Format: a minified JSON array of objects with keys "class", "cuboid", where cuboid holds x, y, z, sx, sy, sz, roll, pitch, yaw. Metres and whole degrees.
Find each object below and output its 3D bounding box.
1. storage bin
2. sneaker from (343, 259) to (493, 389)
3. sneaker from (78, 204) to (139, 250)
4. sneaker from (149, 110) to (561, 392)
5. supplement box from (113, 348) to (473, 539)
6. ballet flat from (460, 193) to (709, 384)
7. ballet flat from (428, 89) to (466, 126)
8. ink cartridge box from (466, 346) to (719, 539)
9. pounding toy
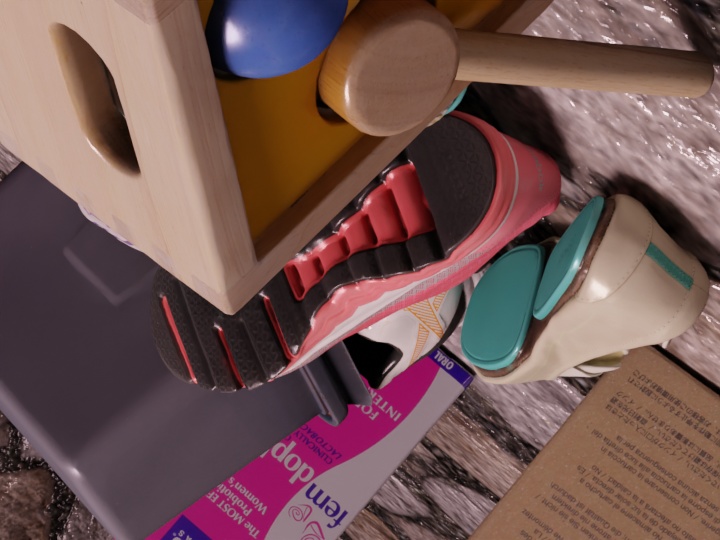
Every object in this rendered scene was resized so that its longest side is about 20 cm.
[{"class":"storage bin","cuboid":[-0.115,0.021,1.079,0.200,0.134,0.146,42,167,33]},{"class":"sneaker","cuboid":[0.014,-0.013,1.034,0.074,0.080,0.200,36,159,28]},{"class":"sneaker","cuboid":[-0.135,-0.078,0.981,0.114,0.073,0.200,30,-172,-42]},{"class":"sneaker","cuboid":[0.000,0.000,0.958,0.087,0.200,0.074,3,-114,-53]},{"class":"supplement box","cuboid":[-0.041,0.110,1.342,0.101,0.200,0.103,40,167,1]},{"class":"ballet flat","cuboid":[0.095,0.018,0.972,0.069,0.069,0.200,42,166,-3]},{"class":"ballet flat","cuboid":[-0.035,-0.096,0.925,0.072,0.072,0.200,48,163,-29]},{"class":"ink cartridge box","cuboid":[0.151,0.156,1.023,0.200,0.165,0.075,37,166,19]},{"class":"pounding toy","cuboid":[-0.004,-0.090,0.672,0.142,0.184,0.200,36,158,24]}]
